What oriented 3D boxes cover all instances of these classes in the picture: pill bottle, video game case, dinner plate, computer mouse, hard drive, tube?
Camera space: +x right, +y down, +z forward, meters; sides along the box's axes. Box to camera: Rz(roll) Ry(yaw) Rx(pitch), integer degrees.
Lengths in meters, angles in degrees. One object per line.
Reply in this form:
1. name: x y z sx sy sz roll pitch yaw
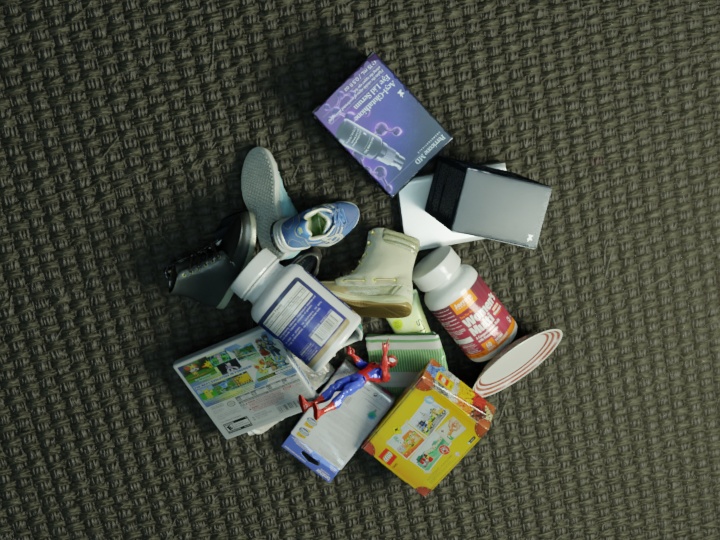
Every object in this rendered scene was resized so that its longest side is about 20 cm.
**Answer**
1. pill bottle: 0.185 0.059 1.678 0.109 0.110 0.200 -39 106 2
2. video game case: -0.198 0.197 1.634 0.199 0.022 0.183 -22 115 18
3. dinner plate: 0.281 0.164 1.699 0.200 0.200 0.024 -36 64 1
4. computer mouse: -0.256 -0.040 1.629 0.200 0.034 0.059 -35 106 1
5. hard drive: 0.169 -0.114 1.679 0.199 0.026 0.132 -10 104 -6
6. pill bottle: -0.110 0.060 1.535 0.200 0.120 0.120 41 94 0
7. tube: 0.107 0.138 1.718 0.058 0.052 0.201 -32 103 -35

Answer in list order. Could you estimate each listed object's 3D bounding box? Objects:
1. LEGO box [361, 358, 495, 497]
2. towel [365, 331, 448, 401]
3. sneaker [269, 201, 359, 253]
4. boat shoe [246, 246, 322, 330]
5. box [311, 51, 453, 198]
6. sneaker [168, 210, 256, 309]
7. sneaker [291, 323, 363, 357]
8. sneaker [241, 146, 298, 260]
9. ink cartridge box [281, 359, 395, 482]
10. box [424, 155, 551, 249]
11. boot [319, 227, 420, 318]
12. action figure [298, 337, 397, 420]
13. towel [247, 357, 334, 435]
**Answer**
1. LEGO box: 0.121 0.284 1.673 0.149 0.077 0.200 38 117 2
2. towel: 0.091 0.210 1.712 0.152 0.023 0.201 -4 106 20
3. sneaker: -0.060 -0.075 1.583 0.200 0.077 0.076 -27 99 -48
4. boat shoe: -0.138 0.039 1.652 0.067 0.057 0.200 35 96 -14
5. box: 0.035 -0.243 1.577 0.200 0.104 0.148 45 93 -7
6. sneaker: -0.251 -0.021 1.578 0.106 0.075 0.200 12 121 -26
7. sneaker: -0.089 0.117 1.627 0.199 0.093 0.071 -15 117 -18
8. sneaker: -0.150 -0.114 1.618 0.074 0.082 0.201 -12 86 24
9. ink cartridge box: -0.042 0.278 1.716 0.119 0.042 0.200 37 97 -2
10. box: 0.209 -0.118 1.568 0.148 0.200 0.107 12 101 -12
11. boot: 0.000 0.000 1.631 0.199 0.072 0.155 5 62 10
12. action figure: -0.015 0.174 1.627 0.200 0.065 0.099 -22 119 -34
13. towel: -0.162 0.201 1.698 0.200 0.034 0.133 -41 106 2
